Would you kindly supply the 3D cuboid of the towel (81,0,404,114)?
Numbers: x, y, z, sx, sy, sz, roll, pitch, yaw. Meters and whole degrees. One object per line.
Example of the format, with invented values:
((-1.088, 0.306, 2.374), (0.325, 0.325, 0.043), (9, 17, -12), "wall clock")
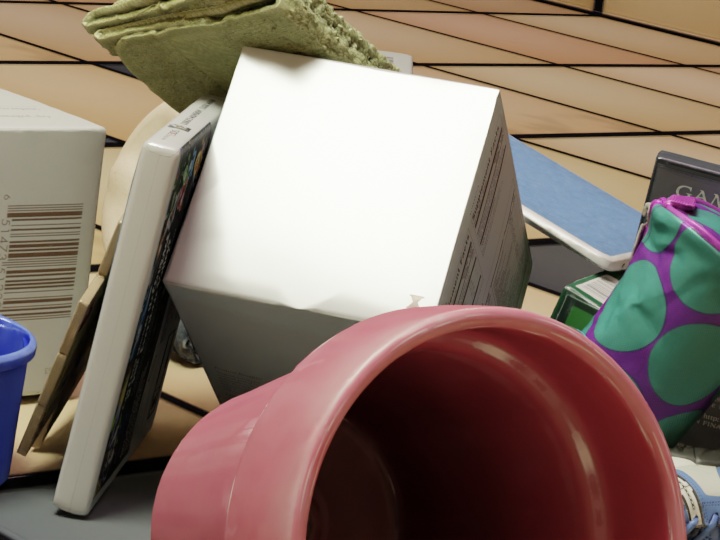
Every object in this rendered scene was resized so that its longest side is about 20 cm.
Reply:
((-0.045, -0.108, 1.527), (0.148, 0.037, 0.200), (-7, -32, 39), "towel")

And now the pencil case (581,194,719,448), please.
((0.142, 0.051, 1.434), (0.092, 0.200, 0.085), (43, 24, 14), "pencil case")

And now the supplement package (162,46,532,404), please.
((0.000, 0.000, 1.502), (0.151, 0.151, 0.200), (11, -25, 14), "supplement package")

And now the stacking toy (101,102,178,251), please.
((-0.074, -0.031, 1.950), (0.200, 0.147, 0.146), (22, 1, -37), "stacking toy")

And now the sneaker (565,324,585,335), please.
((0.042, 0.103, 1.316), (0.200, 0.073, 0.082), (-36, 33, -7), "sneaker")

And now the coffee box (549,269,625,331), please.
((0.147, 0.056, 1.603), (0.044, 0.123, 0.200), (29, 17, 17), "coffee box")

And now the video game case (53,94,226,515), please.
((-0.115, 0.013, 1.455), (0.023, 0.201, 0.182), (16, 13, 3), "video game case")

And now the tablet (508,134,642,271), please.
((0.092, -0.056, 1.628), (0.200, 0.014, 0.130), (32, 19, 21), "tablet")

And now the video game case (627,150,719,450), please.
((0.207, 0.046, 1.474), (0.142, 0.201, 0.019), (15, 20, 7), "video game case")

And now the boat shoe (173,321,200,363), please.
((-0.081, -0.029, 1.765), (0.091, 0.201, 0.071), (24, -16, 38), "boat shoe")

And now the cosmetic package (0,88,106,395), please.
((-0.281, -0.025, 1.610), (0.166, 0.168, 0.200), (-4, 16, -41), "cosmetic package")

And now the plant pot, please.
((0.008, 0.115, 1.139), (0.199, 0.201, 0.179), (0, -1, -32), "plant pot")

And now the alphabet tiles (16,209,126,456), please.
((-0.144, 0.018, 1.490), (0.008, 0.168, 0.200), (25, 25, -1), "alphabet tiles")

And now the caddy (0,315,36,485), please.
((-0.262, 0.054, 1.396), (0.141, 0.105, 0.200), (18, 16, 37), "caddy")

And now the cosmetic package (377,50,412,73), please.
((-0.013, -0.041, 1.767), (0.071, 0.201, 0.101), (7, 12, -1), "cosmetic package")

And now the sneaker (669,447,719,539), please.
((0.144, 0.137, 1.392), (0.199, 0.076, 0.077), (2, 30, -12), "sneaker")
